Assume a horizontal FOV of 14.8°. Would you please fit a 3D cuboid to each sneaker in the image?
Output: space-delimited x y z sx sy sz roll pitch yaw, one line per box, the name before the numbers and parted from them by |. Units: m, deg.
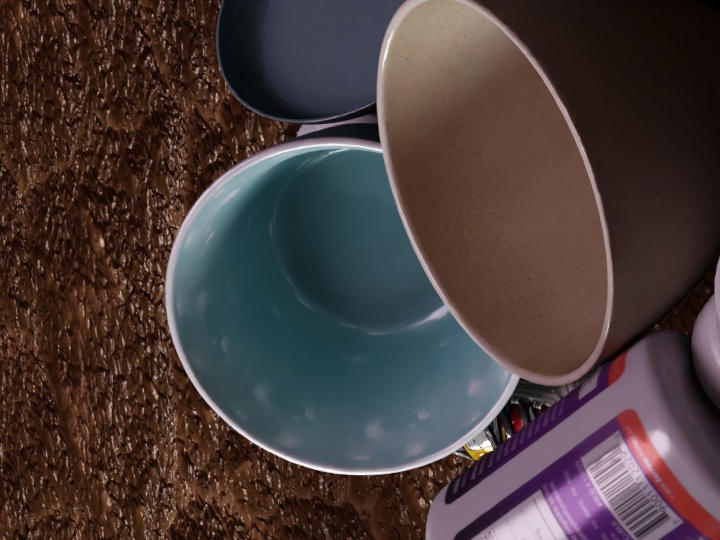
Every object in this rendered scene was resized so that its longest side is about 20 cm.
sneaker | 0.100 0.091 1.542 0.200 0.082 0.078 5 105 61

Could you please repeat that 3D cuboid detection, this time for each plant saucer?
plant saucer | 0.007 -0.161 1.565 0.027 0.200 0.200 44 -179 -43

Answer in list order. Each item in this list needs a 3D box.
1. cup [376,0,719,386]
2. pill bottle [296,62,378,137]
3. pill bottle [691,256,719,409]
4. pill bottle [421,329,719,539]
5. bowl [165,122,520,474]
cup | 0.119 -0.062 1.365 0.200 0.143 0.201 43 145 41
pill bottle | 0.009 -0.030 1.638 0.113 0.113 0.201 52 142 42
pill bottle | 0.225 -0.002 1.234 0.111 0.110 0.200 68 151 20
pill bottle | 0.102 0.127 1.341 0.200 0.111 0.112 -39 62 26
bowl | 0.000 0.000 1.525 0.105 0.199 0.202 -71 -14 -63
